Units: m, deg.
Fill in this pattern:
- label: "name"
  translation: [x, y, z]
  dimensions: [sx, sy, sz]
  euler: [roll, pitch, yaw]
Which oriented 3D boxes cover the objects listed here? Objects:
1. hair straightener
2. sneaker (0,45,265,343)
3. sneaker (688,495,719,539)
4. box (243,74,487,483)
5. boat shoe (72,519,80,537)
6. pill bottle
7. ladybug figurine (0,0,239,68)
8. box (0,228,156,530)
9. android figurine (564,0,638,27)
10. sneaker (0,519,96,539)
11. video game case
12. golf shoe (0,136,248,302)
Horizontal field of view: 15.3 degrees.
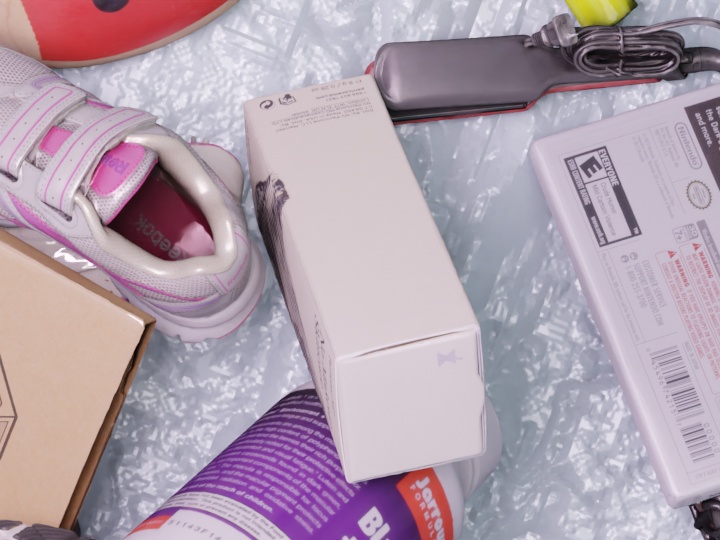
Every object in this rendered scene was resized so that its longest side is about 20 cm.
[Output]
- label: "hair straightener"
  translation: [0.104, -0.098, 1.320]
  dimensions: [0.200, 0.077, 0.041]
  euler: [0, 80, -6]
- label: "sneaker"
  translation: [-0.125, -0.048, 1.217]
  dimensions: [0.200, 0.088, 0.081]
  euler: [30, 72, -4]
- label: "sneaker"
  translation: [0.201, 0.139, 1.339]
  dimensions: [0.098, 0.071, 0.201]
  euler: [9, 86, -8]
- label: "box"
  translation: [0.000, 0.000, 1.246]
  dimensions: [0.068, 0.200, 0.082]
  euler: [-12, 129, -8]
- label: "boat shoe"
  translation: [-0.165, 0.151, 1.298]
  dimensions: [0.057, 0.067, 0.200]
  euler: [7, 90, -45]
- label: "pill bottle"
  translation: [-0.021, 0.120, 1.254]
  dimensions: [0.111, 0.111, 0.200]
  euler: [53, 50, -5]
- label: "ladybug figurine"
  translation: [-0.120, -0.173, 1.295]
  dimensions: [0.200, 0.072, 0.136]
  euler: [-24, 93, -8]
- label: "box"
  translation: [-0.207, 0.044, 1.242]
  dimensions: [0.200, 0.021, 0.164]
  euler: [30, 112, 15]
- label: "android figurine"
  translation: [0.097, -0.223, 1.341]
  dimensions: [0.182, 0.041, 0.200]
  euler: [-36, 95, -6]
- label: "sneaker"
  translation: [-0.110, 0.183, 1.155]
  dimensions: [0.200, 0.077, 0.085]
  euler: [33, 121, 19]
- label: "video game case"
  translation: [0.202, -0.001, 1.329]
  dimensions: [0.182, 0.023, 0.200]
  euler: [-17, 69, -7]
- label: "golf shoe"
  translation: [-0.147, -0.003, 1.280]
  dimensions: [0.200, 0.075, 0.092]
  euler: [-12, 71, -7]
